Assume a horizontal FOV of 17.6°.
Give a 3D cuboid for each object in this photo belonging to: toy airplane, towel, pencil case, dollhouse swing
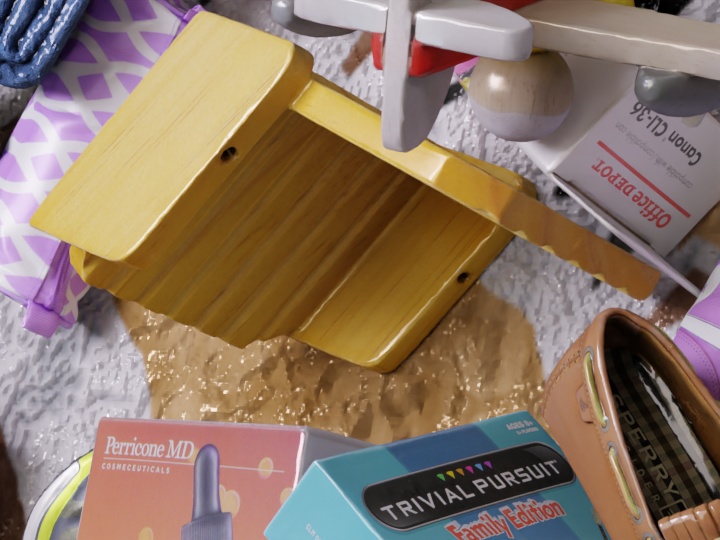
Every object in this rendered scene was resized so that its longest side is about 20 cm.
[{"bbox_3d":[0.059,-0.104,0.946,0.198,0.141,0.200,-16,41,-9],"label":"toy airplane"},{"bbox_3d":[-0.176,-0.159,1.287,0.112,0.048,0.200,-61,12,5],"label":"towel"},{"bbox_3d":[-0.145,-0.067,1.274,0.085,0.084,0.200,32,96,43],"label":"pencil case"},{"bbox_3d":[0.000,0.000,1.063,0.182,0.200,0.176,-49,52,12],"label":"dollhouse swing"}]

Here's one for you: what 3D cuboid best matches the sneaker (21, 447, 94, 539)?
[{"bbox_3d":[-0.137,0.180,1.194,0.081,0.074,0.201,28,99,34],"label":"sneaker"}]

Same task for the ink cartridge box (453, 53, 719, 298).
[{"bbox_3d":[0.103,-0.081,1.069,0.068,0.116,0.200,-47,53,10],"label":"ink cartridge box"}]

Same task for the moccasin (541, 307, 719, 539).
[{"bbox_3d":[0.147,0.103,0.935,0.078,0.073,0.202,109,141,-56],"label":"moccasin"}]

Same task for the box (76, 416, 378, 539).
[{"bbox_3d":[-0.055,0.177,1.083,0.152,0.106,0.201,-2,75,46],"label":"box"}]

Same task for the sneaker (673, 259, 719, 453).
[{"bbox_3d":[0.214,0.043,0.969,0.200,0.073,0.115,20,83,40],"label":"sneaker"}]

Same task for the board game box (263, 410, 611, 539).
[{"bbox_3d":[0.078,0.151,0.947,0.200,0.151,0.047,48,121,24],"label":"board game box"}]
